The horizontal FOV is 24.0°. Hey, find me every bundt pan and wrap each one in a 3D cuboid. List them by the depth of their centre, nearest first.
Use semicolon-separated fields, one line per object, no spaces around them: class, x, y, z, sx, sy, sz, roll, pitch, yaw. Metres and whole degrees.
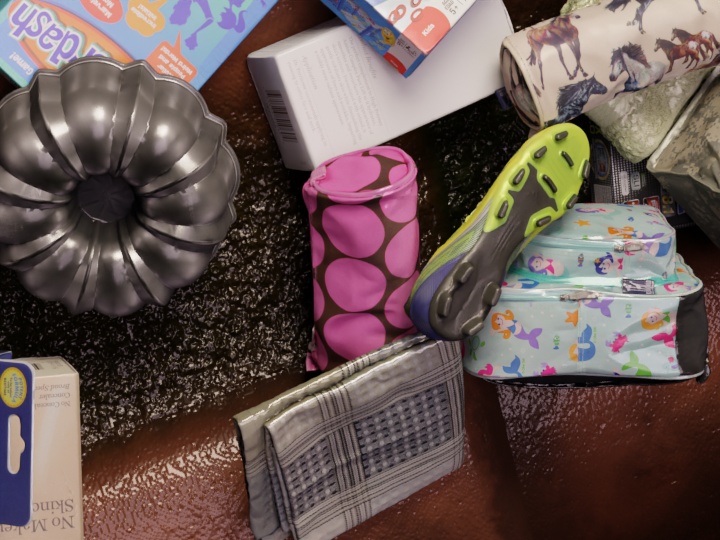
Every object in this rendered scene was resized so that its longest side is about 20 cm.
bundt pan;-0.186;-0.051;1.241;0.202;0.076;0.202;-3;115;-6

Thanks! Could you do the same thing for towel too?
towel;-0.003;0.141;1.349;0.200;0.035;0.193;-24;143;-15
towel;0.241;-0.205;1.404;0.148;0.036;0.200;39;82;-20

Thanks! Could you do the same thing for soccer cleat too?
soccer cleat;0.100;-0.034;1.294;0.065;0.084;0.200;41;78;-26

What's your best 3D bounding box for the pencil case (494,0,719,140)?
pencil case;0.207;-0.172;1.335;0.200;0.078;0.089;-21;123;-12

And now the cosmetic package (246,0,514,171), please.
cosmetic package;0.022;-0.162;1.350;0.200;0.074;0.102;-24;106;-19

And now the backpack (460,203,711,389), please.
backpack;0.172;0.024;1.374;0.200;0.178;0.151;-8;101;5

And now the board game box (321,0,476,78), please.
board game box;0.031;-0.288;1.298;0.196;0.056;0.200;41;72;-3

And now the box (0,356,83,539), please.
box;-0.261;0.171;1.278;0.095;0.078;0.200;-5;99;-20

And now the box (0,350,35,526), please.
box;-0.315;0.112;1.209;0.200;0.032;0.121;5;97;20

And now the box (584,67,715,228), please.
box;0.274;-0.139;1.469;0.160;0.044;0.200;-10;101;-19

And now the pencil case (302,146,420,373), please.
pencil case;0.000;0.000;1.322;0.094;0.091;0.200;4;124;8

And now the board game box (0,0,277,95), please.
board game box;-0.175;-0.194;1.279;0.152;0.045;0.200;43;82;-22

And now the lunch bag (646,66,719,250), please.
lunch bag;0.361;-0.109;1.411;0.164;0.118;0.200;41;81;-36
